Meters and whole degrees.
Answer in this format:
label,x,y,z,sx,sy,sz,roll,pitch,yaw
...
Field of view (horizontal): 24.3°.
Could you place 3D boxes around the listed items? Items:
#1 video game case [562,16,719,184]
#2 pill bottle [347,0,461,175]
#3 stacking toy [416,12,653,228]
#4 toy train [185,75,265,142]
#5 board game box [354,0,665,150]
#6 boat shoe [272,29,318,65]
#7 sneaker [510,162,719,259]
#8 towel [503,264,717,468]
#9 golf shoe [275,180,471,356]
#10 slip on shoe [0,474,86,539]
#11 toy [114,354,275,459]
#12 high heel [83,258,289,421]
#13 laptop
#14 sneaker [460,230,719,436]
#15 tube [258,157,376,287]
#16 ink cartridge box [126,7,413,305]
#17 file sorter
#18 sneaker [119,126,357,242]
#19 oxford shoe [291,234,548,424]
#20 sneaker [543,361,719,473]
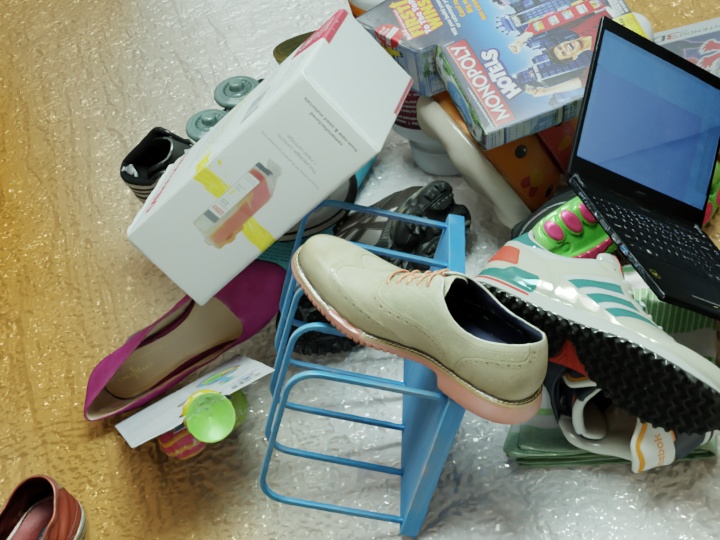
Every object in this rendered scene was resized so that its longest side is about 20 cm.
label,x,y,z,sx,sy,sz,roll,pitch,yaw
video game case,0.275,-0.156,1.455,0.182,0.023,0.200,-12,34,25
pill bottle,0.063,-0.187,1.469,0.113,0.200,0.113,-12,38,9
stacking toy,0.158,-0.144,1.380,0.200,0.146,0.146,-41,39,4
toy train,-0.106,-0.104,1.545,0.114,0.085,0.200,16,47,21
board game box,0.107,-0.179,1.322,0.199,0.062,0.200,-21,57,-5
boat shoe,-0.031,-0.177,1.534,0.072,0.066,0.201,-22,20,-7
sneaker,0.206,-0.055,1.342,0.200,0.077,0.084,-19,18,-23
towel,0.190,0.065,1.252,0.152,0.023,0.200,-5,40,17
golf shoe,0.000,0.000,1.387,0.200,0.078,0.094,-37,23,-23
slip on shoe,-0.265,0.231,1.214,0.074,0.061,0.200,4,45,25
toy,-0.123,0.112,1.275,0.115,0.047,0.200,-29,3,-11
high heel,-0.137,0.061,1.327,0.200,0.067,0.096,-34,18,36
laptop,0.244,-0.062,1.211,0.103,0.177,0.200,-51,48,22
sneaker,0.171,0.031,1.117,0.199,0.070,0.093,25,52,21
tube,-0.044,-0.056,1.485,0.077,0.050,0.200,5,48,34
ink cartridge box,-0.067,-0.086,1.259,0.200,0.083,0.145,-39,14,27
file sorter,0.002,0.062,1.209,0.122,0.139,0.200,12,39,-7
sneaker,-0.110,-0.072,1.394,0.200,0.115,0.076,0,78,22
oxford shoe,0.042,0.019,1.107,0.200,0.074,0.071,30,42,20
sneaker,0.159,0.068,1.183,0.079,0.079,0.200,-29,42,-22
